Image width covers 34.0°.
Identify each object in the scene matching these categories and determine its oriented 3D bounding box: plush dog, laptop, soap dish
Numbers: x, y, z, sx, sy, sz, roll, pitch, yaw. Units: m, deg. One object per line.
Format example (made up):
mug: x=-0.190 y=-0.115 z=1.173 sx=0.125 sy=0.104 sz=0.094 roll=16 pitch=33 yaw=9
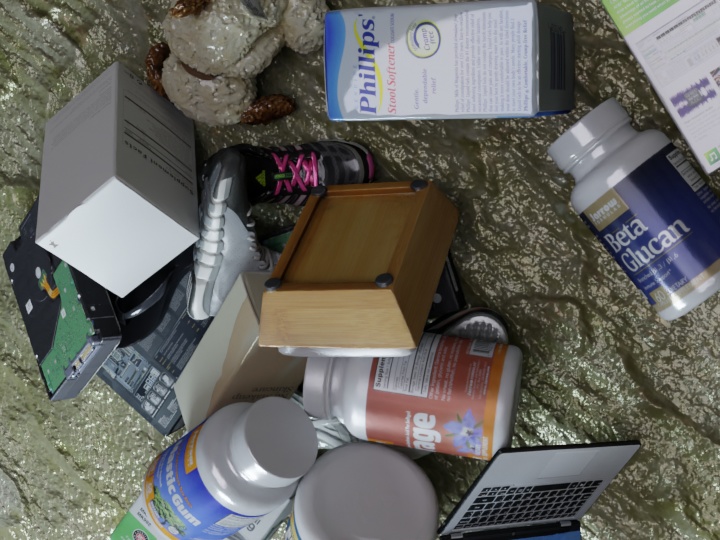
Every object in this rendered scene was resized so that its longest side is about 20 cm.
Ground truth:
plush dog: x=-0.150 y=-0.229 z=1.236 sx=0.200 sy=0.160 sz=0.172 roll=25 pitch=130 yaw=15
laptop: x=0.182 y=0.274 z=1.138 sx=0.200 sy=0.187 sz=0.116 roll=-61 pitch=43 yaw=34
soap dish: x=-0.002 y=-0.007 z=1.137 sx=0.157 sy=0.200 sz=0.081 roll=-1 pitch=130 yaw=21

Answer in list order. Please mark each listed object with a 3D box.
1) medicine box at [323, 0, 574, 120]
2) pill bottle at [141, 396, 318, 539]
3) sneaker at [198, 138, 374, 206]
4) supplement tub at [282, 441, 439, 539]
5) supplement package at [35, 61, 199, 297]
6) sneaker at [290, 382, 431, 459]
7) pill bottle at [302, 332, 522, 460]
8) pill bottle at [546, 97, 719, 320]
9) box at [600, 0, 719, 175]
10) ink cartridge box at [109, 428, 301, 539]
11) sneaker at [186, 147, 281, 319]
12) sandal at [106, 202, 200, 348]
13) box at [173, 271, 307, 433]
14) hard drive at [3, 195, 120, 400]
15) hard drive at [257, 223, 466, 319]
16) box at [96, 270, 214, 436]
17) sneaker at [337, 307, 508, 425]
medicine box: x=0.089 y=-0.196 z=1.118 sx=0.199 sy=0.182 sz=0.103 roll=1 pitch=99 yaw=20
pill bottle: x=-0.128 y=0.198 z=1.170 sx=0.112 sy=0.112 sz=0.200 roll=56 pitch=136 yaw=4
sneaker: x=-0.086 y=-0.101 z=1.250 sx=0.199 sy=0.087 sz=0.074 roll=1 pitch=99 yaw=20
supplement tub: x=-0.007 y=0.281 z=1.213 sx=0.144 sy=0.145 sz=0.200 roll=33 pitch=145 yaw=13
supplement package: x=-0.254 y=-0.097 z=1.242 sx=0.121 sy=0.200 sz=0.120 roll=-34 pitch=130 yaw=22
sneaker: x=-0.008 y=0.152 z=1.270 sx=0.199 sy=0.078 sz=0.100 roll=6 pitch=96 yaw=18
pill bottle: x=0.051 y=0.115 z=1.134 sx=0.199 sy=0.112 sz=0.113 roll=7 pitch=101 yaw=12
pill bottle: x=0.270 y=-0.061 z=1.112 sx=0.111 sy=0.111 sz=0.200 roll=-41 pitch=83 yaw=21
box: x=0.338 y=-0.211 z=1.104 sx=0.144 sy=0.036 sz=0.200 roll=-31 pitch=88 yaw=22
ink cartridge box: x=-0.169 y=0.269 z=1.342 sx=0.146 sy=0.084 sz=0.200 roll=39 pitch=109 yaw=10
sneaker: x=-0.112 y=-0.034 z=1.225 sx=0.115 sy=0.075 sz=0.200 roll=7 pitch=124 yaw=-14
sandal: x=-0.230 y=0.004 z=1.290 sx=0.076 sy=0.043 sz=0.200 roll=43 pitch=111 yaw=10
box: x=-0.114 y=0.094 z=1.237 sx=0.200 sy=0.095 sz=0.078 roll=-57 pitch=44 yaw=40
hard drive: x=-0.340 y=0.027 z=1.331 sx=0.140 sy=0.038 sz=0.200 roll=-47 pitch=58 yaw=40
hard drive: x=0.000 y=0.000 z=1.262 sx=0.199 sy=0.038 sz=0.140 roll=-18 pitch=92 yaw=21
box: x=-0.220 y=0.065 z=1.347 sx=0.158 sy=0.051 sz=0.200 roll=39 pitch=110 yaw=10
sneaker: x=0.066 y=0.103 z=1.225 sx=0.200 sy=0.079 sz=0.079 roll=-26 pitch=94 yaw=14
